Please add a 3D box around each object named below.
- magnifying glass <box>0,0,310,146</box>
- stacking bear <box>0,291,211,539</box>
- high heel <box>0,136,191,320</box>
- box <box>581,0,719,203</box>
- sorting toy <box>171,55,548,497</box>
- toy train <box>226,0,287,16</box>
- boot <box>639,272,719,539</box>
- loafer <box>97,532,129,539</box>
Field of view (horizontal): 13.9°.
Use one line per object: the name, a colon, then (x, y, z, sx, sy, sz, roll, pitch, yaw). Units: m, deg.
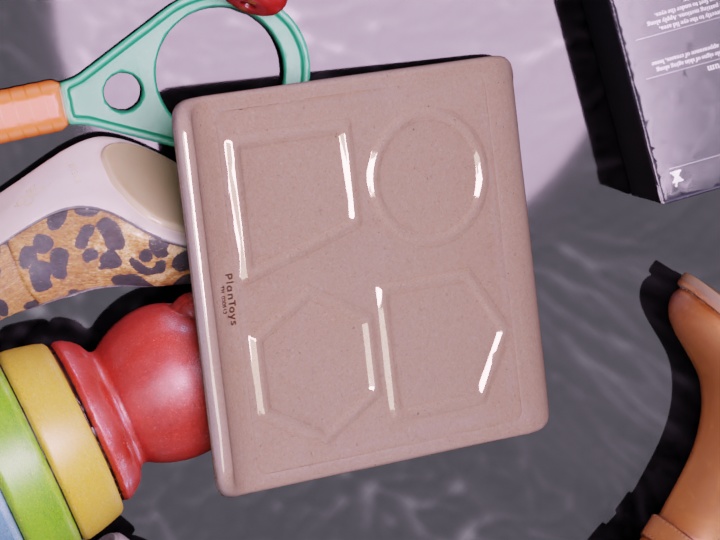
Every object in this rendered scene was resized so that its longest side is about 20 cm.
magnifying glass: (-0.122, -0.084, 1.420, 0.199, 0.022, 0.080, -12, 97, -7)
stacking bear: (-0.149, 0.082, 1.390, 0.200, 0.114, 0.122, -27, 100, -8)
high heel: (-0.145, 0.006, 1.412, 0.199, 0.072, 0.143, 15, 125, -20)
box: (0.215, -0.126, 1.423, 0.199, 0.079, 0.142, -15, 94, -5)
sorting toy: (0.000, 0.000, 1.400, 0.200, 0.036, 0.186, -11, 97, -33)
toy train: (-0.098, -0.197, 1.355, 0.200, 0.116, 0.085, 21, 77, -8)
boot: (0.169, 0.116, 1.445, 0.155, 0.074, 0.200, -36, 95, 2)
loafer: (-0.153, 0.223, 1.421, 0.063, 0.072, 0.200, 36, 88, -15)
